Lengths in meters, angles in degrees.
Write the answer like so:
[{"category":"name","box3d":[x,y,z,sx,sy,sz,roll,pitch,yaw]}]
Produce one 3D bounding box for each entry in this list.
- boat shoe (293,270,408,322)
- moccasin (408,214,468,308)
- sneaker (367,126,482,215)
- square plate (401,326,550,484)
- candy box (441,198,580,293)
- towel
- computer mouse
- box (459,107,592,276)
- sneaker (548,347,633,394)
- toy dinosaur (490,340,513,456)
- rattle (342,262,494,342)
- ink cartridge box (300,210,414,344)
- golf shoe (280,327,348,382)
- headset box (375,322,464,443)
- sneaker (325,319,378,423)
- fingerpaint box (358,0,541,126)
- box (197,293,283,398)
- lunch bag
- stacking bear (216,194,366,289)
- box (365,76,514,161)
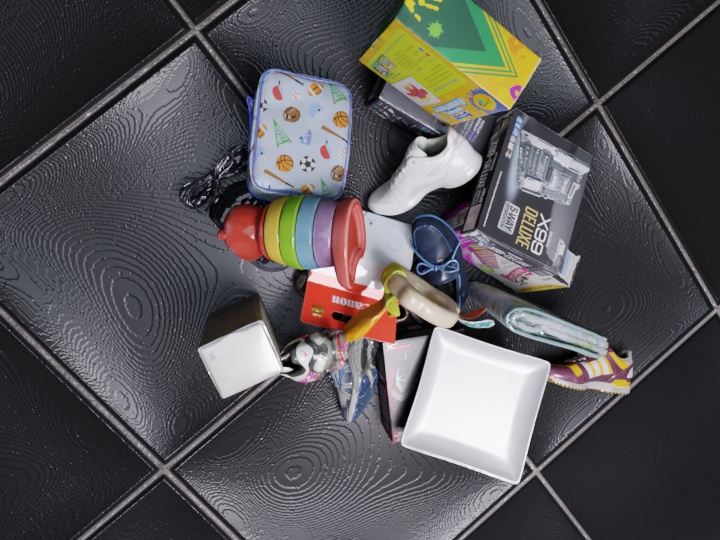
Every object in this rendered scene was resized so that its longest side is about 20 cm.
[{"category":"boat shoe","box3d":[-0.013,0.040,0.847,0.199,0.070,0.071,13,100,-12]},{"category":"moccasin","box3d":[0.138,-0.003,0.830,0.080,0.068,0.200,-11,133,30]},{"category":"sneaker","box3d":[0.084,-0.158,0.797,0.199,0.075,0.100,-24,131,31]},{"category":"square plate","box3d":[0.186,0.215,0.827,0.197,0.028,0.201,17,84,4]},{"category":"candy box","box3d":[0.239,-0.038,0.848,0.199,0.136,0.061,29,74,-14]},{"category":"towel","box3d":[0.293,0.083,0.864,0.199,0.171,0.048,21,96,-14]},{"category":"computer mouse","box3d":[-0.173,-0.085,0.808,0.138,0.053,0.200,-39,94,-6]},{"category":"box","box3d":[0.250,-0.113,0.760,0.157,0.050,0.201,25,77,-17]},{"category":"sneaker","box3d":[0.425,0.177,0.962,0.199,0.075,0.091,10,88,-19]},{"category":"toy dinosaur","box3d":[0.257,0.234,0.897,0.085,0.136,0.201,26,92,-14]},{"category":"rattle","box3d":[0.095,0.085,0.779,0.199,0.130,0.144,27,89,-40]},{"category":"ink cartridge box","box3d":[0.000,0.000,0.807,0.159,0.047,0.201,16,62,-14]},{"category":"golf shoe","box3d":[-0.092,0.133,0.784,0.091,0.200,0.073,-5,72,-24]},{"category":"headset box","box3d":[0.108,0.200,0.892,0.148,0.077,0.202,-7,98,-11]},{"category":"sneaker","box3d":[-0.020,0.167,0.868,0.085,0.077,0.201,18,118,26]},{"category":"fingerpaint box","box3d":[0.101,-0.269,0.646,0.166,0.200,0.074,32,93,-14]},{"category":"box","box3d":[-0.175,0.102,0.754,0.094,0.200,0.078,-23,102,-7]},{"category":"lunch bag","box3d":[-0.096,-0.200,0.771,0.159,0.076,0.202,6,82,-13]},{"category":"stacking bear","box3d":[-0.102,-0.053,0.730,0.198,0.122,0.114,4,127,13]},{"category":"box","box3d":[0.127,-0.271,0.810,0.199,0.106,0.123,26,94,-15]}]
